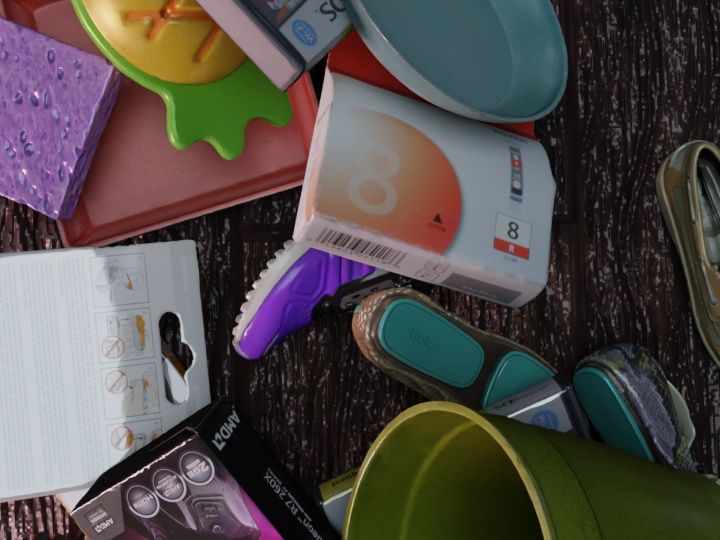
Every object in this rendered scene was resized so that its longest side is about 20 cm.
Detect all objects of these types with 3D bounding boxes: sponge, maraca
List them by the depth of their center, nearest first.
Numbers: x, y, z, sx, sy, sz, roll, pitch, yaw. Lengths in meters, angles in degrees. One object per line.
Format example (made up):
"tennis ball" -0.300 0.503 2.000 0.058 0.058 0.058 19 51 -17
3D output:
"maraca" -0.114 -0.173 0.775 0.136 0.107 0.202 -35 105 -22
"sponge" -0.267 -0.123 0.815 0.198 0.030 0.113 23 97 12

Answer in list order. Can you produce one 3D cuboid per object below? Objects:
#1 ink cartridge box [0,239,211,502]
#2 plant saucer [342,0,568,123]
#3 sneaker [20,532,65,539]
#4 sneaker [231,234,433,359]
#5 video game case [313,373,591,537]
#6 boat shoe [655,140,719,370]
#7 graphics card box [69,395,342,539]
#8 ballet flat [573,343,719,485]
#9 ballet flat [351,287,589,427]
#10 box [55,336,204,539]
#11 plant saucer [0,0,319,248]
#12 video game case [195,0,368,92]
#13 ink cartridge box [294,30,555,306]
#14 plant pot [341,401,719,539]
"ink cartridge box" -0.204 0.067 0.795 0.197 0.050 0.165 -5 86 -17
"plant saucer" 0.052 -0.173 0.764 0.036 0.199 0.201 -36 86 42
"sneaker" -0.172 0.264 0.802 0.200 0.078 0.082 46 125 -6
"sneaker" 0.000 0.000 0.815 0.099 0.070 0.200 42 88 0
"video game case" 0.088 0.194 0.783 0.179 0.026 0.202 -24 107 -2
"boat shoe" 0.261 0.007 0.811 0.071 0.076 0.202 -26 87 -2
"graphics card box" -0.073 0.189 0.740 0.125 0.051 0.201 -31 101 29
"ballet flat" 0.214 0.140 0.808 0.071 0.072 0.203 -24 93 -2
"ballet flat" 0.074 0.069 0.806 0.199 0.065 0.071 37 80 -24
"box" -0.171 0.105 0.822 0.119 0.041 0.201 -38 85 -3
"plant saucer" -0.137 -0.134 0.840 0.197 0.037 0.202 -17 86 -2
"video game case" -0.069 -0.228 0.739 0.200 0.025 0.181 46 43 -7
"ink cartridge box" 0.053 -0.092 0.775 0.160 0.050 0.203 16 68 -15
"plant pot" 0.119 0.179 0.666 0.191 0.199 0.204 6 85 -31
